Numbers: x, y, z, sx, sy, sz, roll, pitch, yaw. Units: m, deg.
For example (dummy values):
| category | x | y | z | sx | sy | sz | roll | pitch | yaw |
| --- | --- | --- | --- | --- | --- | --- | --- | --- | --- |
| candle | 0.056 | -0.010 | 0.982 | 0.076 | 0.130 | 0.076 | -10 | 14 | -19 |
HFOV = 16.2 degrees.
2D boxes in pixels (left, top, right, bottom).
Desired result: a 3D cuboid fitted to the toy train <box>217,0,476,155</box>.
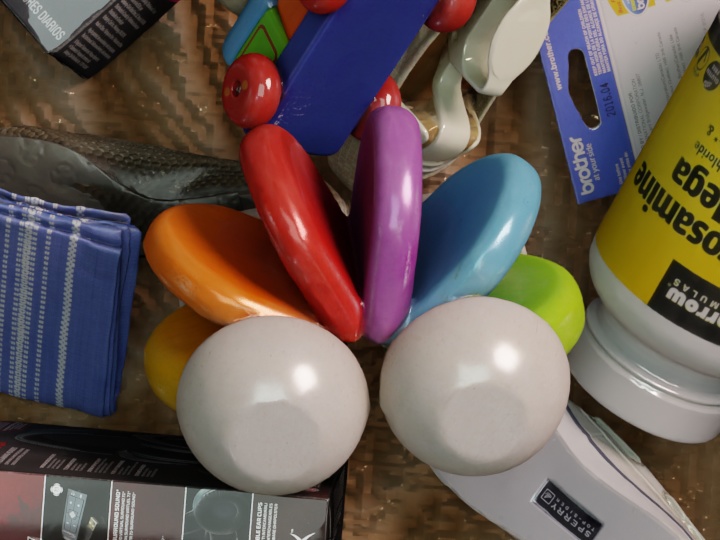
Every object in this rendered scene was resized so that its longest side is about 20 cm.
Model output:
| category | x | y | z | sx | sy | sz | roll | pitch | yaw |
| --- | --- | --- | --- | --- | --- | --- | --- | --- | --- |
| toy train | -0.003 | -0.157 | 1.131 | 0.200 | 0.084 | 0.116 | -55 | 47 | 34 |

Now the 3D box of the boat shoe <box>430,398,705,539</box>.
| category | x | y | z | sx | sy | sz | roll | pitch | yaw |
| --- | --- | --- | --- | --- | --- | --- | --- | --- | --- |
| boat shoe | 0.101 | 0.100 | 1.217 | 0.200 | 0.070 | 0.071 | 41 | 102 | 28 |

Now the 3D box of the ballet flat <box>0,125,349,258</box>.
| category | x | y | z | sx | sy | sz | roll | pitch | yaw |
| --- | --- | --- | --- | --- | --- | --- | --- | --- | --- |
| ballet flat | -0.103 | -0.038 | 1.247 | 0.199 | 0.046 | 0.068 | 6 | 119 | 8 |

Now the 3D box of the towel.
| category | x | y | z | sx | sy | sz | roll | pitch | yaw |
| --- | --- | --- | --- | --- | --- | --- | --- | --- | --- |
| towel | -0.205 | 0.000 | 1.213 | 0.199 | 0.145 | 0.024 | 16 | 49 | 3 |

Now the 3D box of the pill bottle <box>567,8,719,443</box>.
| category | x | y | z | sx | sy | sz | roll | pitch | yaw |
| --- | --- | --- | --- | --- | --- | --- | --- | --- | --- |
| pill bottle | 0.176 | -0.023 | 1.172 | 0.112 | 0.112 | 0.200 | 28 | 115 | 3 |

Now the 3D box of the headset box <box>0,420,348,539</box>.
| category | x | y | z | sx | sy | sz | roll | pitch | yaw |
| --- | --- | --- | --- | --- | --- | --- | --- | --- | --- |
| headset box | -0.110 | 0.121 | 1.182 | 0.199 | 0.149 | 0.077 | 6 | 94 | 3 |

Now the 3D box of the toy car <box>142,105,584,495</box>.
| category | x | y | z | sx | sy | sz | roll | pitch | yaw |
| --- | --- | --- | --- | --- | --- | --- | --- | --- | --- |
| toy car | 0.000 | 0.000 | 1.127 | 0.199 | 0.175 | 0.150 | -5 | 115 | -3 |

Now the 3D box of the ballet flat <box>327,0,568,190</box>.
| category | x | y | z | sx | sy | sz | roll | pitch | yaw |
| --- | --- | --- | --- | --- | --- | --- | --- | --- | --- |
| ballet flat | 0.041 | -0.092 | 1.179 | 0.067 | 0.200 | 0.062 | 6 | 45 | -27 |

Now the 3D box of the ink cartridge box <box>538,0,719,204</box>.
| category | x | y | z | sx | sy | sz | roll | pitch | yaw |
| --- | --- | --- | --- | --- | --- | --- | --- | --- | --- |
| ink cartridge box | 0.184 | -0.115 | 1.216 | 0.199 | 0.042 | 0.120 | -17 | 112 | 0 |

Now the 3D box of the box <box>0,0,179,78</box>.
| category | x | y | z | sx | sy | sz | roll | pitch | yaw |
| --- | --- | --- | --- | --- | --- | --- | --- | --- | --- |
| box | -0.105 | -0.205 | 1.220 | 0.200 | 0.106 | 0.122 | -42 | 86 | 0 |
